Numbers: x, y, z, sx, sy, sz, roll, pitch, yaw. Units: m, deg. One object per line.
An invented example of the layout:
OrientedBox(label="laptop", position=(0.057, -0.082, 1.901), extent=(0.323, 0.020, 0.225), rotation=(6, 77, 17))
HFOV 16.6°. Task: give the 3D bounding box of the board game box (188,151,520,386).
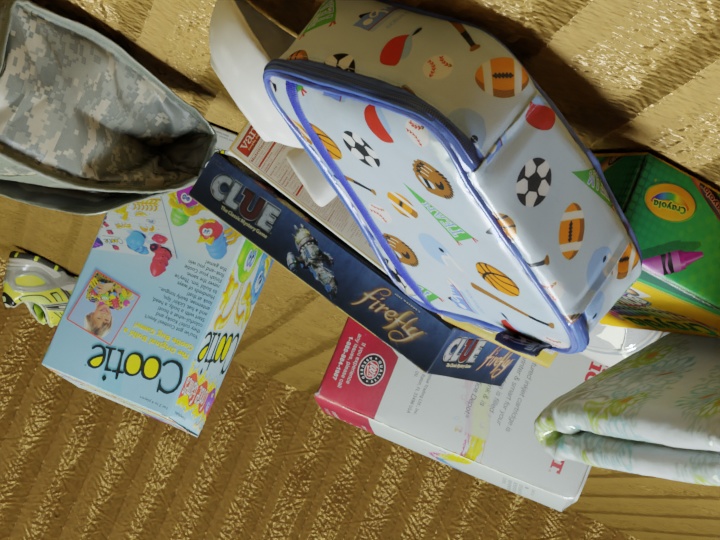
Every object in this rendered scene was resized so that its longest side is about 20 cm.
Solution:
OrientedBox(label="board game box", position=(0.000, 0.000, 1.568), extent=(0.200, 0.035, 0.135), rotation=(37, -171, 22))

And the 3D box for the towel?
OrientedBox(label="towel", position=(0.209, 0.058, 1.348), extent=(0.200, 0.171, 0.048), rotation=(1, 113, 65))

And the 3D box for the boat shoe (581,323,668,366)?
OrientedBox(label="boat shoe", position=(0.115, 0.011, 1.629), extent=(0.200, 0.072, 0.069), rotation=(24, 154, 49))

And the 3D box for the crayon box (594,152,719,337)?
OrientedBox(label="crayon box", position=(0.146, -0.014, 1.371), extent=(0.118, 0.059, 0.200), rotation=(27, 171, -21))

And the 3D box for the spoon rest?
OrientedBox(label="spoon rest", position=(-0.032, -0.094, 1.340), extent=(0.100, 0.060, 0.200), rotation=(56, -179, 19))

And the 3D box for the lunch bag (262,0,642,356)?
OrientedBox(label="lunch bag", position=(0.044, -0.044, 1.229), extent=(0.160, 0.076, 0.200), rotation=(18, 151, 44))

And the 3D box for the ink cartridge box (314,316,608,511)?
OrientedBox(label="ink cartridge box", position=(0.088, 0.070, 1.788), extent=(0.199, 0.146, 0.145), rotation=(23, 172, 6))

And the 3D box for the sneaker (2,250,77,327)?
OrientedBox(label="sneaker", position=(-0.391, 0.042, 3.254), extent=(0.199, 0.077, 0.075), rotation=(27, 170, -32))

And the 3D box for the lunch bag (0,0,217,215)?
OrientedBox(label="lunch bag", position=(-0.211, -0.104, 1.609), extent=(0.164, 0.118, 0.199), rotation=(15, 175, 46))

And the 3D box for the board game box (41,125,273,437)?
OrientedBox(label="board game box", position=(-0.131, 0.002, 1.760), extent=(0.104, 0.201, 0.103), rotation=(22, 172, 12))

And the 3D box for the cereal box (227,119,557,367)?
OrientedBox(label="cereal box", position=(0.026, -0.021, 1.521), extent=(0.200, 0.040, 0.144), rotation=(38, -173, 34))
